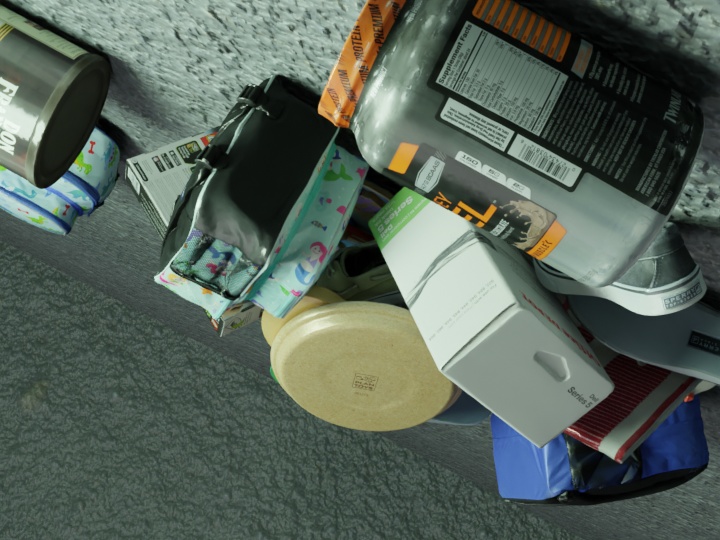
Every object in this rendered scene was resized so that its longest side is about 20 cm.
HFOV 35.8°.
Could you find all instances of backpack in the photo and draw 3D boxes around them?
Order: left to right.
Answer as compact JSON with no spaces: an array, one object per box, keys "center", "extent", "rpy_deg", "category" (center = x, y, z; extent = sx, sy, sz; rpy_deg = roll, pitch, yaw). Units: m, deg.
[{"center":[-0.397,-0.135,1.402],"extent":[0.182,0.148,0.200],"rpy_deg":[29,165,-14],"category":"backpack"},{"center":[-0.094,-0.048,0.977],"extent":[0.150,0.179,0.200],"rpy_deg":[34,147,-14],"category":"backpack"},{"center":[0.252,0.155,1.145],"extent":[0.198,0.170,0.162],"rpy_deg":[-4,176,-14],"category":"backpack"}]

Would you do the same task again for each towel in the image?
[{"center":[0.186,0.078,0.986],"extent":[0.199,0.144,0.023],"rpy_deg":[29,140,35],"category":"towel"}]

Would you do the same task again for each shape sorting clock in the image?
[{"center":[-0.013,-0.050,1.119],"extent":[0.198,0.040,0.200],"rpy_deg":[19,157,8],"category":"shape sorting clock"}]

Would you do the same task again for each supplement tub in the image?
[{"center":[0.084,-0.086,0.642],"extent":[0.199,0.123,0.123],"rpy_deg":[28,167,0],"category":"supplement tub"}]

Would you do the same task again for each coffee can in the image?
[{"center":[-0.375,-0.194,1.124],"extent":[0.199,0.147,0.146],"rpy_deg":[28,167,1],"category":"coffee can"}]

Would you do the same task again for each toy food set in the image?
[{"center":[0.005,0.090,1.079],"extent":[0.198,0.049,0.199],"rpy_deg":[0,138,8],"category":"toy food set"}]

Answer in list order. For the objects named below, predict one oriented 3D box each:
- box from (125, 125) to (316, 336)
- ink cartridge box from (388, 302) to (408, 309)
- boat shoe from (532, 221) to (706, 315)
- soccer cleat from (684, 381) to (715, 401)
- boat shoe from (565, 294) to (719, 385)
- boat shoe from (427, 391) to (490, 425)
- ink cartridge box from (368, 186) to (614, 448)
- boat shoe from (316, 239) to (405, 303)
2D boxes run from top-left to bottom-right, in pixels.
[{"center":[-0.139,-0.043,1.103],"extent":[0.201,0.109,0.035],"rpy_deg":[57,152,19],"category":"box"},{"center":[0.066,0.057,1.229],"extent":[0.174,0.085,0.199],"rpy_deg":[17,175,-32],"category":"ink cartridge box"},{"center":[0.182,-0.019,0.837],"extent":[0.068,0.071,0.200],"rpy_deg":[67,170,-15],"category":"boat shoe"},{"center":[0.246,0.071,1.062],"extent":[0.198,0.078,0.070],"rpy_deg":[10,139,-2],"category":"soccer cleat"},{"center":[0.266,0.050,0.933],"extent":[0.200,0.075,0.086],"rpy_deg":[19,176,8],"category":"boat shoe"},{"center":[0.040,0.131,1.218],"extent":[0.198,0.072,0.091],"rpy_deg":[13,174,-7],"category":"boat shoe"},{"center":[0.103,0.026,0.912],"extent":[0.145,0.084,0.201],"rpy_deg":[38,-162,-36],"category":"ink cartridge box"},{"center":[0.000,0.000,1.101],"extent":[0.199,0.073,0.062],"rpy_deg":[-14,135,43],"category":"boat shoe"}]
